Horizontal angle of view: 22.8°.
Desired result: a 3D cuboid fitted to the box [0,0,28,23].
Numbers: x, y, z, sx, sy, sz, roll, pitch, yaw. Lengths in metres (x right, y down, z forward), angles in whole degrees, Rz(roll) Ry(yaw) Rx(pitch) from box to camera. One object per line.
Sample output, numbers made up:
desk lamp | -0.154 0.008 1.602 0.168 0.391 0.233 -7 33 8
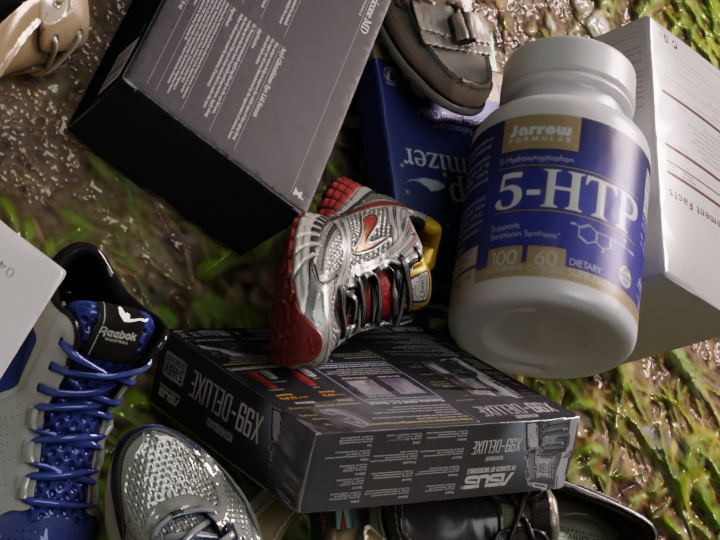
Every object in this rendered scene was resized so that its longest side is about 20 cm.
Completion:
box | -0.198 -0.180 0.956 0.050 0.200 0.199 40 51 -19

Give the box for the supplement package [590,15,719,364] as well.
supplement package | 0.192 -0.053 1.269 0.119 0.121 0.201 27 55 -43

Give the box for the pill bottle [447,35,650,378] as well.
pill bottle | 0.125 -0.044 1.149 0.119 0.119 0.201 26 58 -29

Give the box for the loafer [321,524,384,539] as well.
loafer | 0.051 0.205 0.991 0.200 0.067 0.076 49 15 -26

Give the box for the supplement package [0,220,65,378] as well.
supplement package | -0.247 0.038 0.817 0.117 0.200 0.118 40 50 -19

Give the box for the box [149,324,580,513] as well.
box | 0.003 0.081 1.039 0.199 0.157 0.050 0 109 -39

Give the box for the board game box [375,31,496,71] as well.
board game box | 0.060 -0.085 1.251 0.104 0.023 0.201 9 66 -34

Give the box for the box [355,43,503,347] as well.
box | 0.058 -0.047 1.199 0.121 0.032 0.201 7 68 -37

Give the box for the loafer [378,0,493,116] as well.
loafer | 0.044 -0.191 1.209 0.072 0.063 0.201 9 41 -34

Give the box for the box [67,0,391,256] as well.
box | -0.076 -0.134 1.120 0.141 0.079 0.201 35 52 -19

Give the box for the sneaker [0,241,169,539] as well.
sneaker | -0.159 0.069 0.936 0.080 0.115 0.201 14 63 -34

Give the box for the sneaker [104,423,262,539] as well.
sneaker | -0.066 0.164 0.883 0.077 0.085 0.201 -22 79 -19

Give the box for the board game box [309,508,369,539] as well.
board game box | 0.034 0.222 1.054 0.134 0.029 0.201 12 63 -36

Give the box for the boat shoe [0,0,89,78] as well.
boat shoe | -0.186 -0.150 1.040 0.064 0.071 0.201 40 49 -19

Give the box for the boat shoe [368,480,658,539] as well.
boat shoe | 0.095 0.150 1.073 0.199 0.065 0.074 8 67 -37

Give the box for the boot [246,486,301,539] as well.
boot | -0.041 0.222 0.961 0.154 0.072 0.200 31 56 4

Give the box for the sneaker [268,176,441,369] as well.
sneaker | 0.000 0.000 1.047 0.082 0.078 0.200 15 27 9
